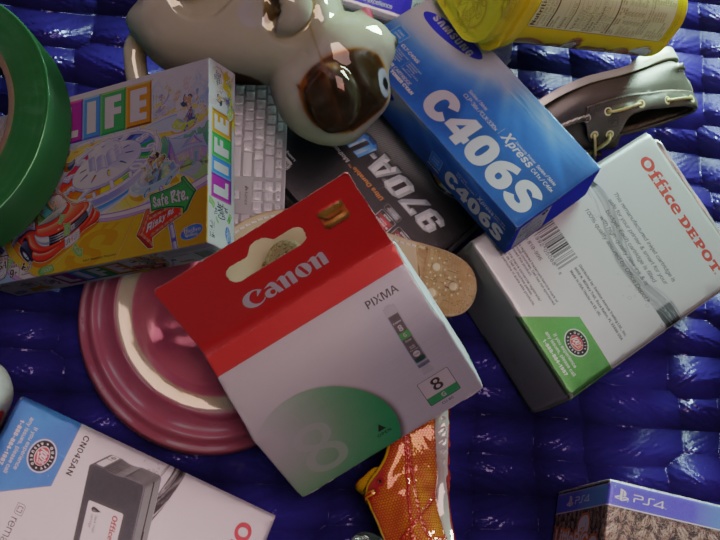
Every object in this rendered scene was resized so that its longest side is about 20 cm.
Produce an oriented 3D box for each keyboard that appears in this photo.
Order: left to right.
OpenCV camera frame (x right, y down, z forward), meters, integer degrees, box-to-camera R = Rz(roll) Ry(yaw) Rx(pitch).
[{"bbox_3d":[-0.085,-0.103,0.968,0.056,0.011,0.202,5,70,-12],"label":"keyboard"}]

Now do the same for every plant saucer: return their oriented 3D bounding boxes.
[{"bbox_3d":[-0.113,0.037,0.950,0.199,0.051,0.202,4,74,-15],"label":"plant saucer"}]

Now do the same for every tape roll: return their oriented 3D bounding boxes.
[{"bbox_3d":[-0.310,-0.102,0.897,0.198,0.048,0.202,-2,74,8],"label":"tape roll"}]

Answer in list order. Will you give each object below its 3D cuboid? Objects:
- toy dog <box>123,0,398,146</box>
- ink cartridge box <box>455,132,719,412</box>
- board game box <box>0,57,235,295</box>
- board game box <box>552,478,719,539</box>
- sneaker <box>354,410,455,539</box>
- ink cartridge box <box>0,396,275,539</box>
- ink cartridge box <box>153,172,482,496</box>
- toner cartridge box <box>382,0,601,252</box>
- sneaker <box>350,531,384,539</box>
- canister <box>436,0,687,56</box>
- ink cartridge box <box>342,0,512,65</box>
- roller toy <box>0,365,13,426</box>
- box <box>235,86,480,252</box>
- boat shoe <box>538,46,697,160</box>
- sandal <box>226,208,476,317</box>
[{"bbox_3d":[-0.064,-0.175,0.923,0.199,0.140,0.195,34,83,5],"label":"toy dog"},{"bbox_3d":[0.192,0.001,1.028,0.199,0.083,0.147,-30,83,-21],"label":"ink cartridge box"},{"bbox_3d":[-0.181,-0.064,0.900,0.198,0.034,0.136,-10,72,27],"label":"board game box"},{"bbox_3d":[0.229,0.279,0.952,0.158,0.097,0.202,14,72,-12],"label":"board game box"},{"bbox_3d":[0.035,0.190,0.948,0.076,0.073,0.202,-3,68,0],"label":"sneaker"},{"bbox_3d":[-0.179,0.198,0.867,0.199,0.084,0.146,26,70,-8],"label":"ink cartridge box"},{"bbox_3d":[-0.024,0.051,0.873,0.160,0.050,0.200,-31,129,4],"label":"ink cartridge box"},{"bbox_3d":[0.087,-0.119,0.986,0.095,0.043,0.200,-34,74,-24],"label":"toner cartridge box"},{"bbox_3d":[-0.029,0.282,0.866,0.074,0.087,0.201,40,48,-15],"label":"sneaker"},{"bbox_3d":[0.158,-0.246,1.027,0.199,0.087,0.149,-1,51,-34],"label":"canister"},{"bbox_3d":[0.053,-0.295,1.094,0.196,0.043,0.202,15,73,-12],"label":"ink cartridge box"},{"bbox_3d":[-0.326,0.111,0.799,0.139,0.200,0.183,33,55,-4],"label":"roller toy"},{"bbox_3d":[0.007,-0.088,1.020,0.159,0.046,0.200,-40,87,-22],"label":"box"},{"bbox_3d":[0.209,-0.134,1.078,0.201,0.072,0.061,-24,77,-24],"label":"boat shoe"},{"bbox_3d":[0.000,-0.006,0.923,0.210,0.070,0.078,9,80,-21],"label":"sandal"}]
